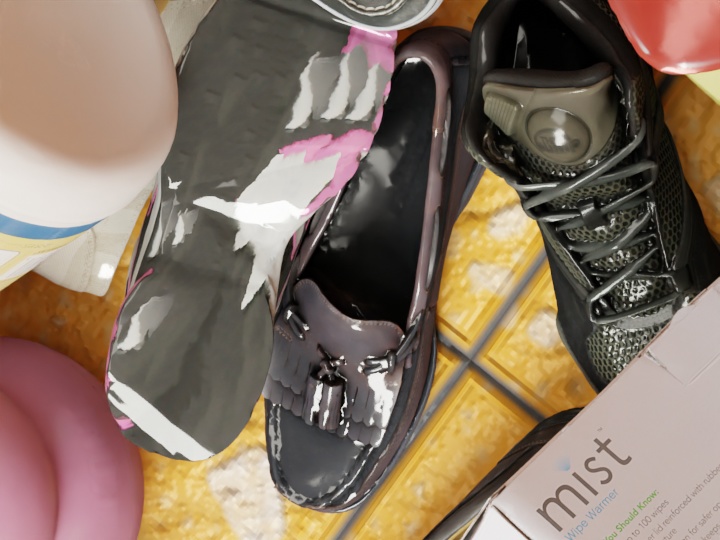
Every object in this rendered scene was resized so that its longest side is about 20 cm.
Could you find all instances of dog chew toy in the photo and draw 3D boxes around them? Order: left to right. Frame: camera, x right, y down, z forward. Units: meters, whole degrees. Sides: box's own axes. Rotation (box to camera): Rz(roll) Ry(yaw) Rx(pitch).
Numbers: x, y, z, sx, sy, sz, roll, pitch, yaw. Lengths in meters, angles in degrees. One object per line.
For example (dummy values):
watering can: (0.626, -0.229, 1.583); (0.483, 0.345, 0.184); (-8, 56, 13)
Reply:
dog chew toy: (-0.163, 0.089, 1.097); (0.124, 0.200, 0.125); (0, 90, 18)

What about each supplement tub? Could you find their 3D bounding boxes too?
supplement tub: (-0.180, -0.047, 1.048); (0.200, 0.144, 0.145); (-32, 81, 35)

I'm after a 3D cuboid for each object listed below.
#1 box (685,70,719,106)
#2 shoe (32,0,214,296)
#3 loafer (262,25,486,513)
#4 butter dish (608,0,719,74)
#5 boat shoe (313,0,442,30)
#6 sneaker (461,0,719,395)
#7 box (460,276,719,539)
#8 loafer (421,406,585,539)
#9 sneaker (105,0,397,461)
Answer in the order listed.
box: (0.191, -0.042, 1.034); (0.200, 0.075, 0.050); (45, 104, 14)
shoe: (-0.075, -0.080, 1.135); (0.053, 0.070, 0.200); (33, 98, -6)
loafer: (0.000, 0.000, 1.109); (0.072, 0.063, 0.201); (20, 98, 16)
butter dish: (0.160, -0.170, 0.980); (0.199, 0.148, 0.201); (-22, 74, 5)
boat shoe: (-0.033, -0.156, 0.990); (0.072, 0.071, 0.200); (-29, 117, 17)
sneaker: (0.088, -0.020, 1.052); (0.076, 0.114, 0.200); (-16, 91, 20)
box: (0.154, 0.094, 0.948); (0.176, 0.200, 0.097); (41, 147, 12)
loafer: (0.032, 0.137, 1.097); (0.073, 0.072, 0.200); (37, 104, 14)
sneaker: (-0.051, -0.032, 1.095); (0.080, 0.086, 0.201); (24, 94, -9)
